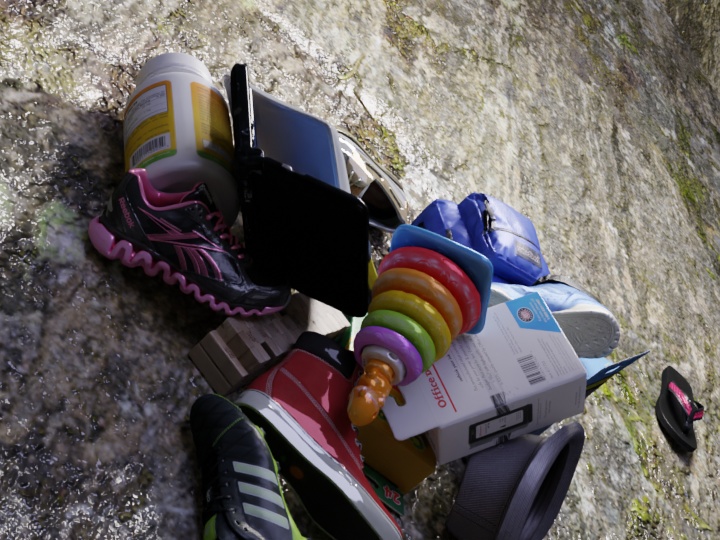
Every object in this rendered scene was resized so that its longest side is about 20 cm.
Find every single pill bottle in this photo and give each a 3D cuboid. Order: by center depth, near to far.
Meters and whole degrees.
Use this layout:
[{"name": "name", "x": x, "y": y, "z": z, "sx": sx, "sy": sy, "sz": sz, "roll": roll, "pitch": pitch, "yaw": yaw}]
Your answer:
[{"name": "pill bottle", "x": -0.183, "y": -0.127, "z": 1.317, "sx": 0.110, "sy": 0.111, "sz": 0.201, "roll": 28, "pitch": 33, "yaw": -33}]

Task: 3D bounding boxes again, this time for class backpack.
[{"name": "backpack", "x": 0.134, "y": 0.024, "z": 1.527, "sx": 0.161, "sy": 0.168, "sz": 0.202, "roll": 22, "pitch": 40, "yaw": -28}]

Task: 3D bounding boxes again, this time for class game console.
[{"name": "game console", "x": -0.057, "y": -0.072, "z": 1.235, "sx": 0.115, "sy": 0.201, "sz": 0.178, "roll": -4, "pitch": 58, "yaw": -3}]

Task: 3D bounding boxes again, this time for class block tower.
[{"name": "block tower", "x": -0.082, "y": 0.065, "z": 1.277, "sx": 0.058, "sy": 0.054, "sz": 0.200, "roll": 52, "pitch": 28, "yaw": 8}]

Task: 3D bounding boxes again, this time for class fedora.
[{"name": "fedora", "x": 0.147, "y": 0.223, "z": 1.327, "sx": 0.089, "sy": 0.179, "sz": 0.200, "roll": 24, "pitch": 29, "yaw": 20}]

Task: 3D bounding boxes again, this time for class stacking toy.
[{"name": "stacking toy", "x": 0.036, "y": 0.066, "z": 1.210, "sx": 0.109, "sy": 0.117, "sz": 0.201, "roll": 22, "pitch": 53, "yaw": 16}]

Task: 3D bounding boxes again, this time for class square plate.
[{"name": "square plate", "x": -0.061, "y": -0.086, "z": 1.308, "sx": 0.028, "sy": 0.200, "sz": 0.199, "roll": -27, "pitch": 34, "yaw": -24}]

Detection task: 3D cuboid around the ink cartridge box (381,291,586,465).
[{"name": "ink cartridge box", "x": 0.109, "y": 0.111, "z": 1.291, "sx": 0.068, "sy": 0.198, "sz": 0.117, "roll": 84, "pitch": -16, "yaw": -48}]

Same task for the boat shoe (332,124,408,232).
[{"name": "boat shoe", "x": -0.013, "y": -0.111, "z": 1.584, "sx": 0.199, "sy": 0.075, "sz": 0.069, "roll": 27, "pitch": 28, "yaw": -36}]

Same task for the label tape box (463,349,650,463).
[{"name": "label tape box", "x": 0.206, "y": 0.130, "z": 1.448, "sx": 0.064, "sy": 0.200, "sz": 0.144, "roll": 55, "pitch": 28, "yaw": 15}]

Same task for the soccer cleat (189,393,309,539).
[{"name": "soccer cleat", "x": -0.102, "y": 0.190, "z": 1.078, "sx": 0.080, "sy": 0.068, "sz": 0.201, "roll": -7, "pitch": 59, "yaw": -43}]

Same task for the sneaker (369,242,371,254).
[{"name": "sneaker", "x": -0.063, "y": -0.054, "z": 1.440, "sx": 0.199, "sy": 0.070, "sz": 0.082, "roll": 31, "pitch": 27, "yaw": -27}]

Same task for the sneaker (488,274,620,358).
[{"name": "sneaker", "x": 0.176, "y": 0.046, "z": 1.422, "sx": 0.197, "sy": 0.078, "sz": 0.111, "roll": 5, "pitch": 12, "yaw": 1}]

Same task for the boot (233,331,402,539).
[{"name": "boot", "x": -0.009, "y": 0.154, "z": 1.199, "sx": 0.200, "sy": 0.072, "sz": 0.144, "roll": 49, "pitch": 47, "yaw": -2}]

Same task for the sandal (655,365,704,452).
[{"name": "sandal", "x": 0.474, "y": 0.193, "z": 1.926, "sx": 0.075, "sy": 0.045, "sz": 0.200, "roll": 42, "pitch": 28, "yaw": -10}]

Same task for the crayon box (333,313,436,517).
[{"name": "crayon box", "x": 0.018, "y": 0.137, "z": 1.331, "sx": 0.127, "sy": 0.051, "sz": 0.201, "roll": 37, "pitch": 29, "yaw": -20}]

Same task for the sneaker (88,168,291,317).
[{"name": "sneaker", "x": -0.147, "y": -0.029, "z": 1.208, "sx": 0.198, "sy": 0.096, "sz": 0.079, "roll": 25, "pitch": 14, "yaw": -9}]

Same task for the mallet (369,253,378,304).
[{"name": "mallet", "x": 0.000, "y": 0.000, "z": 1.388, "sx": 0.041, "sy": 0.066, "sz": 0.200, "roll": 34, "pitch": -8, "yaw": 26}]
